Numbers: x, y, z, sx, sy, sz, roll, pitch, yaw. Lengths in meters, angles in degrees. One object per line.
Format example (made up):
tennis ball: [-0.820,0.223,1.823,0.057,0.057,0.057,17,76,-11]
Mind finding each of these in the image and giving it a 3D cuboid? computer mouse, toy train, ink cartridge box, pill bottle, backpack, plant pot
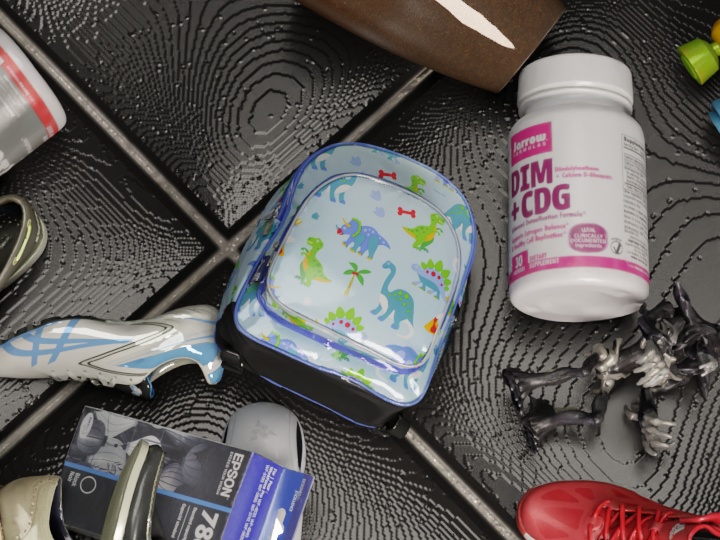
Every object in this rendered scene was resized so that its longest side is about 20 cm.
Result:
computer mouse: [-0.083,0.198,1.669,0.110,0.044,0.200,-1,72,2]
toy train: [0.318,-0.203,1.777,0.116,0.085,0.200,-30,73,6]
ink cartridge box: [-0.144,0.178,1.650,0.200,0.039,0.100,12,75,22]
pill bottle: [0.177,-0.068,1.713,0.113,0.113,0.200,0,71,2]
backpack: [0.000,0.000,1.671,0.183,0.147,0.200,25,65,-8]
plant pot: [0.066,-0.246,1.754,0.200,0.187,0.187,39,76,-2]
pill bottle: [-0.355,-0.107,1.740,0.200,0.114,0.114,-39,75,-10]

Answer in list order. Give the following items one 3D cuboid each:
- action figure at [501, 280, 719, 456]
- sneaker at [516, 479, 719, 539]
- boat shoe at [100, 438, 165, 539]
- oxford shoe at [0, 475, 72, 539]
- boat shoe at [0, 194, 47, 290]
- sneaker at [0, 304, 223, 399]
action figure: [0.220,0.087,1.663,0.200,0.119,0.102,-20,36,0]
sneaker: [0.222,0.196,1.624,0.200,0.116,0.078,10,72,5]
boat shoe: [-0.170,0.230,1.600,0.068,0.072,0.200,10,86,-12]
oxford shoe: [-0.240,0.256,1.624,0.074,0.071,0.200,-17,89,4]
boat shoe: [-0.338,0.020,1.725,0.072,0.060,0.202,36,76,12]
sneaker: [-0.207,0.072,1.702,0.200,0.072,0.073,-6,79,3]
